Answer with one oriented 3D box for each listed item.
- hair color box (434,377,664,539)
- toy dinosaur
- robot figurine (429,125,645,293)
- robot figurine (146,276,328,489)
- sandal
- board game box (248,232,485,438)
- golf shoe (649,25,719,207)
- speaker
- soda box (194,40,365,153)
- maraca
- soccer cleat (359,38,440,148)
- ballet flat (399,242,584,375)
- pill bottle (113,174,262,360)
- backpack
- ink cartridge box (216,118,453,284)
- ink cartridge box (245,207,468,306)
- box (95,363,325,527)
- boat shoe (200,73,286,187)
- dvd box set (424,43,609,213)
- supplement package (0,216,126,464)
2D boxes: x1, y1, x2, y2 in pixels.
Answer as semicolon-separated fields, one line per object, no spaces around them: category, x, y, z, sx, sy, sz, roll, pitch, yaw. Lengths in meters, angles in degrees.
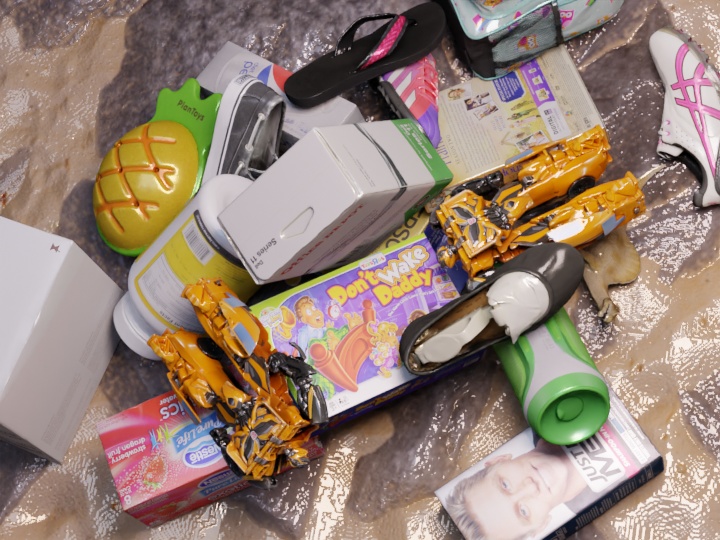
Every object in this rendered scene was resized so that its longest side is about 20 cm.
hair color box;0.182;0.202;1.600;0.200;0.061;0.100;-35;67;-1
toy dinosaur;0.240;-0.031;1.680;0.101;0.058;0.200;22;60;-4
robot figurine;0.163;-0.058;1.607;0.200;0.058;0.145;-26;53;-4
robot figurine;-0.116;0.110;1.569;0.200;0.058;0.145;51;120;26
sandal;0.008;-0.231;1.710;0.200;0.045;0.075;-31;40;-21
board game box;0.004;0.063;1.627;0.200;0.045;0.135;-24;71;-18
golf shoe;0.335;-0.159;1.689;0.092;0.073;0.200;-26;68;3
speaker;0.171;0.074;1.595;0.088;0.089;0.200;-25;40;2
soda box;-0.081;-0.169;1.756;0.200;0.068;0.063;30;75;35
maraca;-0.211;-0.108;1.760;0.137;0.107;0.200;31;92;34
soccer cleat;0.053;-0.195;1.735;0.073;0.068;0.200;-26;40;0
ballet flat;0.120;0.045;1.536;0.200;0.068;0.068;-34;100;23
pill bottle;-0.164;0.003;1.678;0.200;0.112;0.112;-44;63;34
backpack;0.178;-0.322;1.739;0.200;0.153;0.176;-19;58;-5
ink cartridge box;-0.022;-0.069;1.592;0.147;0.200;0.083;-40;78;25
ink cartridge box;0.000;0.000;1.719;0.200;0.047;0.198;25;76;22
box;-0.149;0.168;1.662;0.200;0.095;0.100;-23;69;3
boat shoe;-0.113;-0.103;1.712;0.068;0.074;0.200;30;123;23
dvd box set;0.141;-0.148;1.722;0.200;0.029;0.146;-22;44;3
supplement package;-0.357;0.065;1.687;0.147;0.200;0.191;19;75;17
